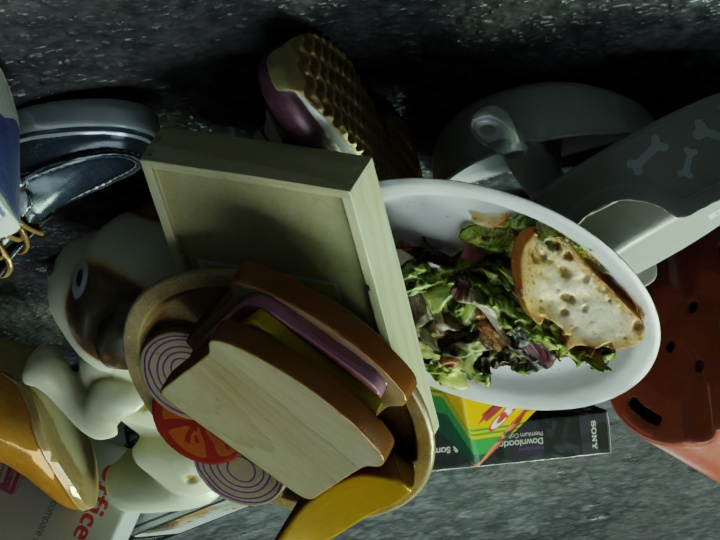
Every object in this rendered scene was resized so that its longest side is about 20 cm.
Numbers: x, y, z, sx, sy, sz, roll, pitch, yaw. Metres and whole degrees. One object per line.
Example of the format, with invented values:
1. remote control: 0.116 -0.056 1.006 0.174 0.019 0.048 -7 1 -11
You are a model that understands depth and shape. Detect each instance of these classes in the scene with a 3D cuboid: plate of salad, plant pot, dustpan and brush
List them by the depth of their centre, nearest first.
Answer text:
1. plate of salad: 0.061 0.023 1.338 0.199 0.048 0.200 14 146 9
2. dustpan and brush: 0.088 -0.071 1.378 0.139 0.057 0.200 -15 158 14
3. plant pot: 0.276 0.070 1.653 0.200 0.201 0.195 -26 145 37

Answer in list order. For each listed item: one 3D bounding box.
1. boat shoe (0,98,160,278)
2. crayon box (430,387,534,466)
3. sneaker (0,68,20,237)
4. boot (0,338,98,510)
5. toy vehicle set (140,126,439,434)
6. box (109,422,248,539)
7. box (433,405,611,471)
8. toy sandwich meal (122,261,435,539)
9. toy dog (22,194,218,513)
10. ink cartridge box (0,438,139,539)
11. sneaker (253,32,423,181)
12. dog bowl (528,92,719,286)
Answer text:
1. boat shoe: -0.197 -0.025 1.336 0.200 0.091 0.071 -14 158 13
2. crayon box: 0.096 0.042 1.598 0.127 0.051 0.200 -43 160 -9
3. sneaker: -0.249 -0.082 1.207 0.115 0.081 0.199 -11 152 16
4. boot: -0.262 0.086 1.527 0.144 0.071 0.201 -23 117 15
5. toy vehicle set: -0.035 0.014 1.329 0.124 0.027 0.200 10 138 25
6. box: -0.097 0.100 1.655 0.200 0.117 0.060 -25 165 31
7. box: 0.065 0.115 1.798 0.199 0.036 0.143 -3 -175 -13
8. toy sandwich meal: -0.048 0.079 1.327 0.205 0.070 0.206 18 139 16
9. toy dog: -0.110 0.047 1.472 0.193 0.140 0.200 11 152 31
10. ink cartridge box: -0.250 0.153 1.586 0.199 0.145 0.085 23 154 0
11. sneaker: -0.029 -0.059 1.341 0.090 0.075 0.200 -20 156 13
12. dog bowl: 0.161 -0.034 1.419 0.200 0.059 0.200 -29 171 -5
